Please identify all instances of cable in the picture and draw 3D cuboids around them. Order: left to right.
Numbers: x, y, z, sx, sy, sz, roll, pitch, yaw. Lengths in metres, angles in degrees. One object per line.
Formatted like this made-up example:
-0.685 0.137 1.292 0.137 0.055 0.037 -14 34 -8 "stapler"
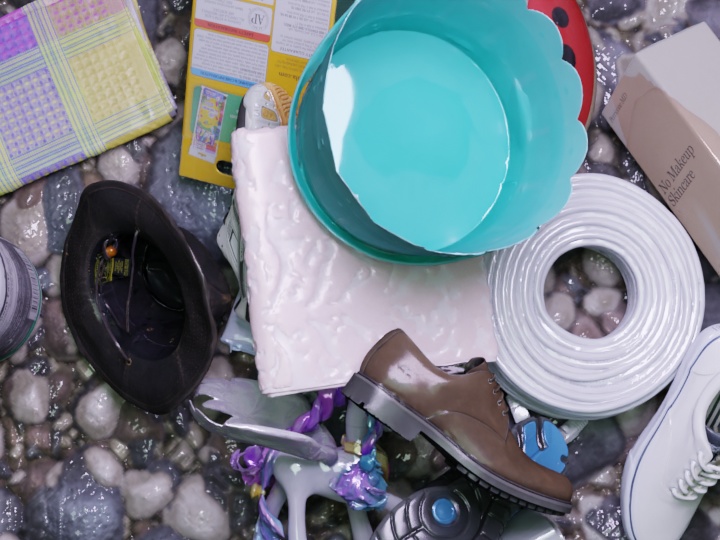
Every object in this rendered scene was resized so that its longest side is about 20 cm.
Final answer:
0.180 0.020 1.295 0.199 0.069 0.201 -32 88 -5 "cable"

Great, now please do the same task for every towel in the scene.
-0.265 -0.156 1.356 0.198 0.023 0.145 -25 85 0 "towel"
0.002 -0.015 1.214 0.189 0.032 0.203 -7 86 -16 "towel"

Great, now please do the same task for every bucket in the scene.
0.049 -0.103 1.148 0.204 0.135 0.210 2 84 -15 "bucket"

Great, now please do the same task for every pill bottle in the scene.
-0.325 0.016 1.250 0.112 0.200 0.115 0 84 2 "pill bottle"

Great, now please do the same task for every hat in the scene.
-0.159 0.018 1.290 0.080 0.200 0.203 -11 81 -43 "hat"

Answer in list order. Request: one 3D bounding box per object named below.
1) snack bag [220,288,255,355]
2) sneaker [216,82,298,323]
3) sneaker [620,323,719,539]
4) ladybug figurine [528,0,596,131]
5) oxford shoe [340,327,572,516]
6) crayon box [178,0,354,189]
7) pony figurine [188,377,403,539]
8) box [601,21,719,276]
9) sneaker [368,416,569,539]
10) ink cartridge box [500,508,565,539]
0.000 0.000 1.334 0.186 0.021 0.202 18 84 4 "snack bag"
-0.084 -0.047 1.272 0.087 0.075 0.203 0 100 39 "sneaker"
0.263 0.143 1.258 0.072 0.071 0.202 11 109 -18 "sneaker"
0.130 -0.177 1.319 0.134 0.072 0.202 -14 81 -1 "ladybug figurine"
0.088 0.113 1.180 0.199 0.073 0.085 36 83 -15 "oxford shoe"
-0.077 -0.165 1.297 0.124 0.052 0.202 15 113 17 "crayon box"
-0.044 0.155 1.268 0.190 0.167 0.203 5 100 -5 "pony figurine"
0.289 -0.087 1.271 0.077 0.095 0.201 -25 69 -23 "box"
0.079 0.192 1.250 0.199 0.082 0.074 -29 84 -29 "sneaker"
0.093 0.301 1.257 0.198 0.083 0.147 -28 97 -2 "ink cartridge box"
